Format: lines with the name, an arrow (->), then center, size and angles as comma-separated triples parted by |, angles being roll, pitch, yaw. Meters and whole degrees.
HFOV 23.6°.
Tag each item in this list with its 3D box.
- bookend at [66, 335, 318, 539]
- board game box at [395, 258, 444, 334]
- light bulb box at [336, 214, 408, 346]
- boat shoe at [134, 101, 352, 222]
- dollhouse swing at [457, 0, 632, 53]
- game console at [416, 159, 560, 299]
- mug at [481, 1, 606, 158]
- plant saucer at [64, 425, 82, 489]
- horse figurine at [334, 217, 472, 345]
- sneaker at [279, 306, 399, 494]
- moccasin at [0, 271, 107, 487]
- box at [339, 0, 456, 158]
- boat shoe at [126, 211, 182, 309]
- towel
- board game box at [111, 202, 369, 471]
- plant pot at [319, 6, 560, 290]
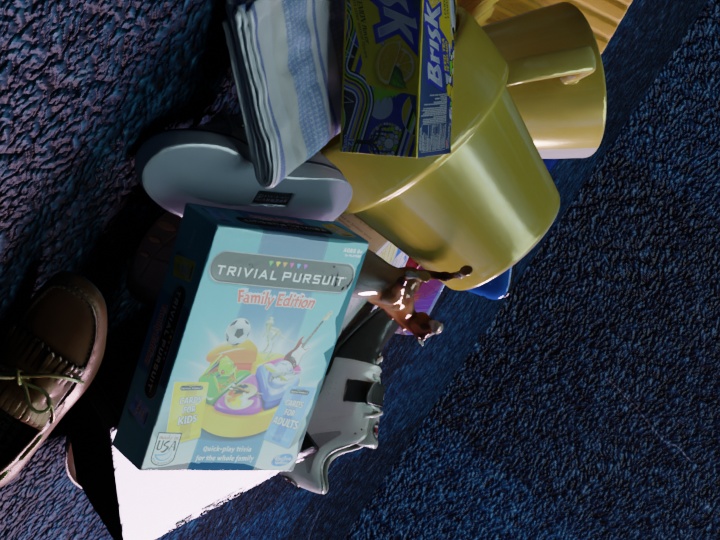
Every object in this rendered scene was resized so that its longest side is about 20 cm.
bookend -> -0.140, 0.112, 1.445 | 0.198, 0.092, 0.200 | -26, 148, -21
board game box -> 0.010, -0.015, 1.742 | 0.039, 0.158, 0.200 | -41, 163, -45
light bulb box -> -0.056, 0.011, 1.633 | 0.200, 0.125, 0.199 | -45, 165, -38
boat shoe -> -0.098, -0.090, 1.319 | 0.201, 0.086, 0.075 | 5, 130, -43
dollhouse swing -> 0.168, -0.253, 1.707 | 0.200, 0.181, 0.176 | -62, -177, 36
game console -> 0.106, -0.085, 1.765 | 0.118, 0.199, 0.171 | -17, 121, -51
mug -> 0.137, -0.181, 1.627 | 0.153, 0.150, 0.187 | -10, 146, -14
plant saucer -> -0.183, 0.117, 1.536 | 0.200, 0.035, 0.201 | -30, 149, -21
horse figurine -> 0.000, 0.000, 1.469 | 0.132, 0.199, 0.050 | -31, -137, 64
sneaker -> -0.005, 0.123, 1.643 | 0.200, 0.088, 0.074 | -55, 168, 1
moccasin -> -0.246, 0.085, 1.241 | 0.201, 0.074, 0.078 | -49, -179, 25
box -> 0.031, -0.189, 1.315 | 0.064, 0.070, 0.201 | -14, 109, -62
boat shoe -> -0.121, -0.020, 1.418 | 0.200, 0.074, 0.073 | -42, 163, -43
towel -> -0.033, -0.164, 1.298 | 0.200, 0.024, 0.147 | -43, 130, -49
board game box -> -0.091, 0.056, 1.325 | 0.151, 0.047, 0.201 | 5, 110, -42
plant pot -> 0.068, -0.093, 1.493 | 0.201, 0.189, 0.201 | -36, -162, 14
